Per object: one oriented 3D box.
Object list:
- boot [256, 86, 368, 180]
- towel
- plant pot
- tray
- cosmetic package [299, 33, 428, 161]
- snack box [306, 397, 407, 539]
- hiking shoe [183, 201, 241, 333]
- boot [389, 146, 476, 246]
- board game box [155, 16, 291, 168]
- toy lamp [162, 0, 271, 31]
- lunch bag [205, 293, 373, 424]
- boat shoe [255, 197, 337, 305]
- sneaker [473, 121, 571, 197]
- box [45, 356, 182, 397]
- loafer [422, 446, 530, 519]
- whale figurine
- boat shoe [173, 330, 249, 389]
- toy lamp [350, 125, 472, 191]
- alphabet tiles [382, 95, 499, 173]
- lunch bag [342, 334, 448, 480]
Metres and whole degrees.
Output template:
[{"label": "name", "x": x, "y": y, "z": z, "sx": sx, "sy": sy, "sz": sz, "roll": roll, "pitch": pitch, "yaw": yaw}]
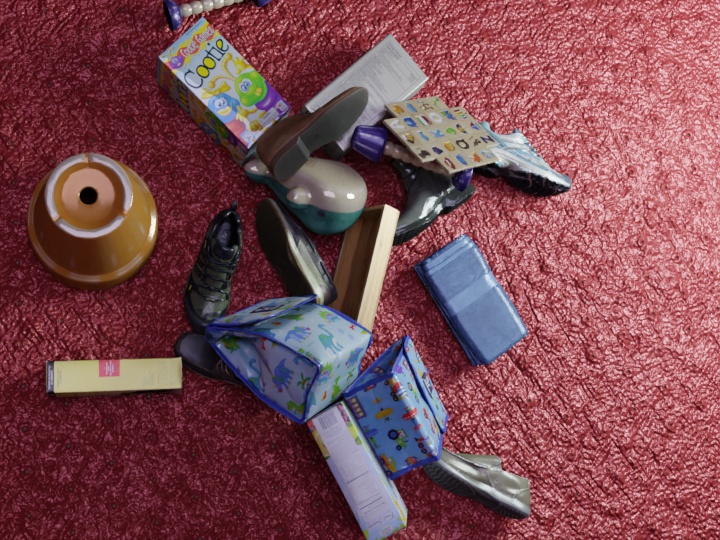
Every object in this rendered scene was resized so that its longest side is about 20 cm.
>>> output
[{"label": "boot", "x": -0.076, "y": -0.230, "z": 1.694, "sx": 0.199, "sy": 0.074, "sz": 0.075, "roll": -38, "pitch": 56, "yaw": -10}, {"label": "towel", "x": 0.183, "y": 0.049, "z": 1.794, "sx": 0.111, "sy": 0.049, "sz": 0.202, "roll": -31, "pitch": 85, "yaw": -16}, {"label": "plant pot", "x": -0.399, "y": -0.087, "z": 1.626, "sx": 0.197, "sy": 0.183, "sz": 0.204, "roll": 3, "pitch": 78, "yaw": -12}, {"label": "tray", "x": 0.000, "y": 0.000, "z": 1.737, "sx": 0.037, "sy": 0.098, "sz": 0.203, "roll": 22, "pitch": 74, "yaw": -33}, {"label": "cosmetic package", "x": 0.004, "y": -0.285, "z": 1.812, "sx": 0.200, "sy": 0.073, "sz": 0.104, "roll": -41, "pitch": 90, "yaw": -17}, {"label": "snack box", "x": -0.002, "y": 0.295, "z": 1.636, "sx": 0.067, "sy": 0.169, "sz": 0.202, "roll": -29, "pitch": 85, "yaw": 1}, {"label": "hiking shoe", "x": -0.227, "y": -0.006, "z": 1.686, "sx": 0.074, "sy": 0.101, "sz": 0.203, "roll": 11, "pitch": 72, "yaw": -7}, {"label": "boot", "x": 0.086, "y": -0.134, "z": 1.810, "sx": 0.199, "sy": 0.068, "sz": 0.131, "roll": -33, "pitch": 82, "yaw": -24}, {"label": "board game box", "x": -0.221, "y": -0.283, "z": 1.747, "sx": 0.200, "sy": 0.103, "sz": 0.105, "roll": 44, "pitch": 73, "yaw": 0}, {"label": "toy lamp", "x": -0.225, "y": -0.448, "z": 1.806, "sx": 0.197, "sy": 0.058, "sz": 0.059, "roll": -21, "pitch": 83, "yaw": -16}, {"label": "lunch bag", "x": -0.108, "y": 0.110, "z": 1.625, "sx": 0.198, "sy": 0.169, "sz": 0.129, "roll": 27, "pitch": 114, "yaw": 23}, {"label": "boat shoe", "x": -0.101, "y": -0.026, "z": 1.743, "sx": 0.065, "sy": 0.072, "sz": 0.203, "roll": -12, "pitch": 66, "yaw": -43}, {"label": "sneaker", "x": 0.272, "y": -0.193, "z": 1.850, "sx": 0.197, "sy": 0.078, "sz": 0.087, "roll": 22, "pitch": 71, "yaw": -7}, {"label": "box", "x": -0.368, "y": 0.160, "z": 1.639, "sx": 0.196, "sy": 0.075, "sz": 0.051, "roll": 0, "pitch": 78, "yaw": -11}, {"label": "loafer", "x": 0.185, "y": 0.323, "z": 1.732, "sx": 0.198, "sy": 0.075, "sz": 0.070, "roll": 30, "pitch": 62, "yaw": -9}, {"label": "whale figurine", "x": -0.090, "y": -0.124, "z": 1.744, "sx": 0.197, "sy": 0.160, "sz": 0.105, "roll": 18, "pitch": 118, "yaw": 5}, {"label": "boat shoe", "x": -0.189, "y": 0.139, "z": 1.681, "sx": 0.197, "sy": 0.073, "sz": 0.076, "roll": 20, "pitch": 75, "yaw": -8}, {"label": "toy lamp", "x": 0.081, "y": -0.184, "z": 1.751, "sx": 0.197, "sy": 0.058, "sz": 0.059, "roll": 18, "pitch": 75, "yaw": -14}, {"label": "alphabet tiles", "x": 0.132, "y": -0.221, "z": 1.765, "sx": 0.198, "sy": 0.006, "sz": 0.167, "roll": -17, "pitch": 57, "yaw": -44}, {"label": "lunch bag", "x": 0.072, "y": 0.199, "z": 1.683, "sx": 0.093, "sy": 0.200, "sz": 0.152, "roll": -26, "pitch": 98, "yaw": 23}]
